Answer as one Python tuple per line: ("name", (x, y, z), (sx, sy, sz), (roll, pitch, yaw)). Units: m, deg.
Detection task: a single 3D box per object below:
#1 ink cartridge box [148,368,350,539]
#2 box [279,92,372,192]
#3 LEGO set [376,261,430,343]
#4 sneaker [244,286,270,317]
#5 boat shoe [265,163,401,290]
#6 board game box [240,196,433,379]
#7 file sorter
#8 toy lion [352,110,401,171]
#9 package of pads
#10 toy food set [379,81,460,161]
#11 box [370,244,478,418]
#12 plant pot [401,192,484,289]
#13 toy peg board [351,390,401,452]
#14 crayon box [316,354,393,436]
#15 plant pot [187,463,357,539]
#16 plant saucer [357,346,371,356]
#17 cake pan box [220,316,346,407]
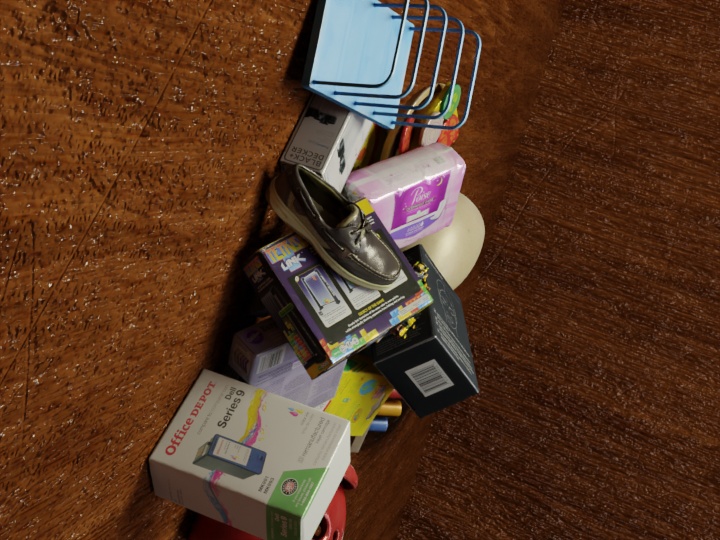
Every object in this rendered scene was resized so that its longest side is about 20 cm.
("ink cartridge box", (-0.128, 0.222, 1.460), (0.088, 0.199, 0.146), (90, 23, -48))
("box", (-0.033, -0.184, 1.593), (0.117, 0.060, 0.201), (81, 30, -65))
("LEGO set", (0.000, 0.000, 1.751), (0.154, 0.200, 0.116), (-37, 151, -25))
("sneaker", (-0.089, 0.019, 1.605), (0.200, 0.078, 0.076), (-37, 144, -69))
("boat shoe", (-0.024, -0.051, 1.504), (0.065, 0.200, 0.073), (-38, -159, 45))
("board game box", (-0.027, 0.018, 1.545), (0.199, 0.166, 0.057), (-28, 172, -42))
("file sorter", (0.044, -0.259, 1.491), (0.200, 0.122, 0.140), (16, 83, -57))
("toy lion", (-0.008, -0.152, 1.770), (0.192, 0.068, 0.201), (-43, 151, -51))
("package of pads", (0.049, -0.094, 1.709), (0.199, 0.076, 0.121), (-24, 139, -37))
("toy food set", (0.088, -0.179, 1.814), (0.201, 0.048, 0.198), (-55, 157, -19))
("box", (0.089, 0.090, 1.869), (0.149, 0.107, 0.201), (52, 22, -38))
("plant pot", (0.096, -0.025, 2.005), (0.201, 0.199, 0.135), (96, 5, -47))
("toy peg board", (0.035, 0.164, 2.045), (0.201, 0.097, 0.200), (-102, -155, -45))
("crayon box", (-0.041, 0.184, 1.840), (0.199, 0.051, 0.127), (12, 118, -49))
("plant pot", (-0.111, 0.322, 1.684), (0.201, 0.199, 0.183), (77, 33, -68))
("plant saucer", (-0.060, 0.149, 1.861), (0.199, 0.036, 0.201), (-26, 141, -23))
("cake pan box", (-0.096, 0.128, 1.601), (0.199, 0.052, 0.185), (-25, 144, -38))
